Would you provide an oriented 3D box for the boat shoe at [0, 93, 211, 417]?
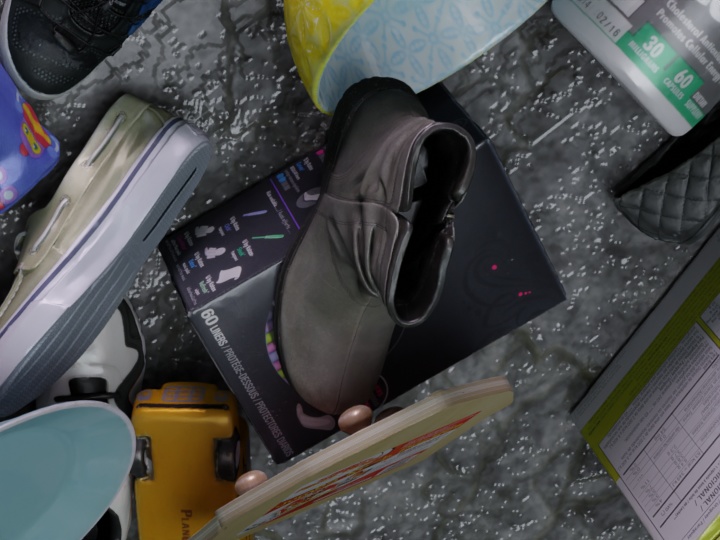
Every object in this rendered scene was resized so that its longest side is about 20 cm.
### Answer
[{"bbox_3d":[-0.163,-0.010,1.285,0.062,0.072,0.200,33,76,15],"label":"boat shoe"}]

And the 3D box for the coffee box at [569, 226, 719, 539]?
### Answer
[{"bbox_3d":[0.288,0.106,1.408,0.199,0.198,0.200,33,102,-26],"label":"coffee box"}]

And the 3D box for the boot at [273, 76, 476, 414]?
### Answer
[{"bbox_3d":[0.006,0.002,1.202,0.067,0.131,0.201,6,109,-16],"label":"boot"}]

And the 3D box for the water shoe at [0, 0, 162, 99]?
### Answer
[{"bbox_3d":[-0.128,-0.173,1.233,0.071,0.079,0.200,33,102,-25],"label":"water shoe"}]

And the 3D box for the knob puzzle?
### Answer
[{"bbox_3d":[0.001,0.094,1.265,0.219,0.220,0.031,-25,80,-4],"label":"knob puzzle"}]

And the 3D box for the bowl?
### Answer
[{"bbox_3d":[0.028,-0.188,1.242,0.200,0.200,0.108,-36,76,2],"label":"bowl"}]

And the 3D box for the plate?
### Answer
[{"bbox_3d":[-0.212,0.135,1.242,0.200,0.026,0.201,-33,155,-18],"label":"plate"}]

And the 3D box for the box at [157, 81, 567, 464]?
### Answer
[{"bbox_3d":[0.000,0.000,1.332,0.199,0.106,0.123,-31,118,-1],"label":"box"}]

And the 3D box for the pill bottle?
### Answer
[{"bbox_3d":[0.215,-0.184,1.305,0.200,0.113,0.113,-45,117,7],"label":"pill bottle"}]

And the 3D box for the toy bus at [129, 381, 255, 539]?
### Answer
[{"bbox_3d":[-0.099,0.157,1.382,0.065,0.078,0.201,1,117,6],"label":"toy bus"}]

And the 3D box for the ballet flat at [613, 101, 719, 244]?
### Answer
[{"bbox_3d":[0.225,-0.104,1.371,0.057,0.067,0.201,25,104,-19],"label":"ballet flat"}]

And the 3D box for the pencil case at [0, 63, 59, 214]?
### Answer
[{"bbox_3d":[-0.247,-0.114,1.229,0.086,0.078,0.200,-17,123,28],"label":"pencil case"}]

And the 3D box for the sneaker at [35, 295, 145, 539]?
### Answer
[{"bbox_3d":[-0.160,0.099,1.349,0.073,0.080,0.201,-4,113,-11],"label":"sneaker"}]
